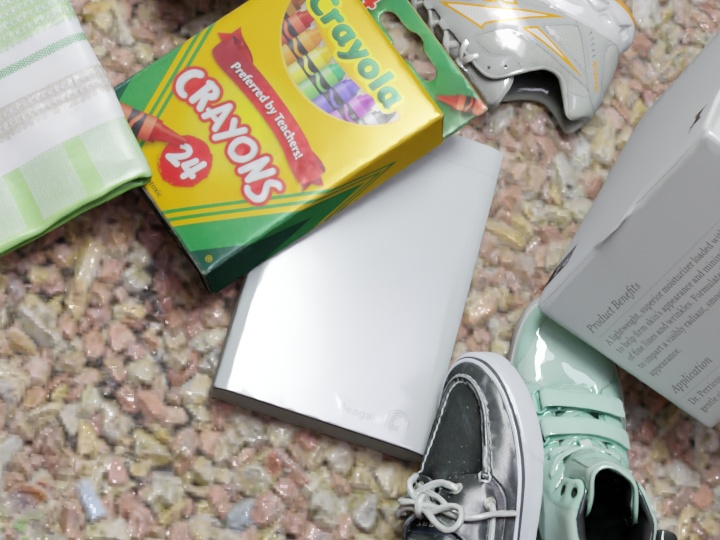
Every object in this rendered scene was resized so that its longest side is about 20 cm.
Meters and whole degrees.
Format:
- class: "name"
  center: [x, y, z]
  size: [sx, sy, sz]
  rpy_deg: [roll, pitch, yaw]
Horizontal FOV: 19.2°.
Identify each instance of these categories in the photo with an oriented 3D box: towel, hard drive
- class: "towel"
  center: [-0.225, -0.107, 1.213]
  size: [0.149, 0.031, 0.200]
  rpy_deg: [-29, 77, -2]
- class: "hard drive"
  center: [0.000, 0.000, 1.270]
  size: [0.132, 0.026, 0.200]
  rpy_deg: [19, 69, -9]

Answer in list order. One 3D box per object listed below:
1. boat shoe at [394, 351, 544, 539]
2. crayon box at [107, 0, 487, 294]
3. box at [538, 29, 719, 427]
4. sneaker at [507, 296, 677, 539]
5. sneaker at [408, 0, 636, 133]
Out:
- class: "boat shoe"
  center: [0.054, 0.143, 1.204]
  size: [0.068, 0.074, 0.200]
  rpy_deg: [10, 83, -43]
- class: "crayon box"
  center: [-0.041, -0.095, 1.241]
  size: [0.200, 0.051, 0.127]
  rpy_deg: [-34, 76, -7]
- class: "box"
  center: [0.231, -0.052, 1.230]
  size: [0.131, 0.199, 0.200]
  rpy_deg: [35, 51, -3]
- class: "sneaker"
  center: [0.136, 0.099, 1.226]
  size: [0.074, 0.118, 0.201]
  rpy_deg: [0, 72, -13]
- class: "sneaker"
  center: [0.070, -0.151, 1.311]
  size: [0.200, 0.076, 0.092]
  rpy_deg: [21, 74, -7]
